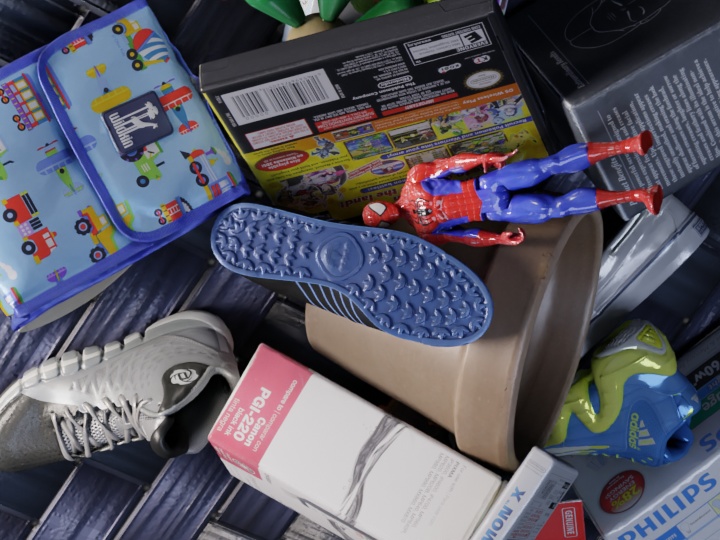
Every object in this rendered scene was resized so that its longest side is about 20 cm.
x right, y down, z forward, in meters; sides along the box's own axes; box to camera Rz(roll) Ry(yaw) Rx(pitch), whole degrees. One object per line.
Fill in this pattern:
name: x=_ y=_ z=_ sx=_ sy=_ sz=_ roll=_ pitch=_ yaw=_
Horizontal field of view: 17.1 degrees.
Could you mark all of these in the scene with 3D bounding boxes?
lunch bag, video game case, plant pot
lunch bag: x=-0.180 y=-0.076 z=1.601 sx=0.200 sy=0.094 sz=0.151 roll=-30 pitch=89 yaw=-12
video game case: x=0.088 y=0.207 z=1.686 sx=0.022 sy=0.200 sz=0.182 roll=34 pitch=90 yaw=11
plant pot: x=0.061 y=0.023 z=1.702 sx=0.174 sy=0.200 sz=0.200 roll=17 pitch=119 yaw=16
video game case: x=0.017 y=-0.102 z=1.597 sx=0.200 sy=0.026 sz=0.181 roll=-14 pitch=145 yaw=12

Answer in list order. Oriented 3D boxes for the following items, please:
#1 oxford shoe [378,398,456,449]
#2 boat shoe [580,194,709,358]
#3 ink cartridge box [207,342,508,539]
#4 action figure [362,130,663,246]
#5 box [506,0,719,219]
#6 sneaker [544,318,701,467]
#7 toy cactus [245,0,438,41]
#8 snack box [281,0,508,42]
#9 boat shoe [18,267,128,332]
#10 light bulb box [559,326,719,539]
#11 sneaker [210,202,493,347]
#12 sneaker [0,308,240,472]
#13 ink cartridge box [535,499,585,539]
oxford shoe: x=0.064 y=0.096 z=1.816 sx=0.071 sy=0.073 sz=0.200 roll=17 pitch=112 yaw=-26
boat shoe: x=0.173 y=0.013 z=1.817 sx=0.065 sy=0.074 sz=0.200 roll=45 pitch=106 yaw=-2
ink cartridge box: x=0.001 y=0.147 z=1.720 sx=0.200 sy=0.146 sz=0.085 roll=27 pitch=79 yaw=10
action figure: x=0.096 y=-0.051 z=1.593 sx=0.200 sy=0.052 sz=0.065 roll=-9 pitch=108 yaw=20
box: x=0.223 y=-0.154 z=1.670 sx=0.200 sy=0.148 sz=0.107 roll=-30 pitch=124 yaw=0
sneaker: x=0.185 y=0.122 z=1.815 sx=0.076 sy=0.105 sz=0.200 roll=-39 pitch=174 yaw=-38
toy cactus: x=-0.013 y=-0.172 z=1.570 sx=0.200 sy=0.102 sz=0.165 roll=4 pitch=127 yaw=-18
snack box: x=0.019 y=-0.155 z=1.666 sx=0.142 sy=0.053 sz=0.200 roll=5 pitch=118 yaw=-19
boat shoe: x=-0.178 y=-0.037 z=1.678 sx=0.200 sy=0.073 sz=0.063 roll=-42 pitch=81 yaw=14
light bulb box: x=0.297 y=0.176 z=1.902 sx=0.198 sy=0.125 sz=0.200 roll=-38 pitch=123 yaw=6
sneaker: x=0.000 y=0.000 z=1.616 sx=0.200 sy=0.078 sz=0.070 roll=20 pitch=92 yaw=12
sneaker: x=-0.175 y=0.105 z=1.714 sx=0.200 sy=0.116 sz=0.075 roll=-28 pitch=124 yaw=-2
ink cartridge box: x=0.091 y=0.252 z=1.869 sx=0.176 sy=0.045 sz=0.200 roll=-4 pitch=142 yaw=6
